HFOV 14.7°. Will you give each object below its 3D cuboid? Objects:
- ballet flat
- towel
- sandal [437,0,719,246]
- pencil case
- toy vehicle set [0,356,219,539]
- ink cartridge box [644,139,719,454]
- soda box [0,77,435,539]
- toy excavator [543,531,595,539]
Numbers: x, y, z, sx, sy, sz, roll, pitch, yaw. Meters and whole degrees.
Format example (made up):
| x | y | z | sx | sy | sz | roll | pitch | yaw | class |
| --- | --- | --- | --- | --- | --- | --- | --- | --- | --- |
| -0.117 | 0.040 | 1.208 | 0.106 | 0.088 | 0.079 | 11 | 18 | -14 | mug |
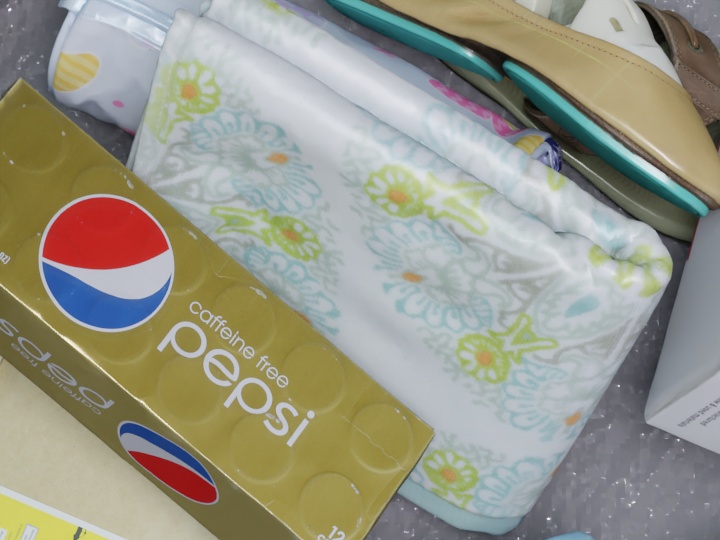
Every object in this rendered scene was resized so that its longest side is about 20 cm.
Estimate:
| x | y | z | sx | sy | sz | roll | pitch | yaw | class |
| --- | --- | --- | --- | --- | --- | --- | --- | --- | --- |
| 0.068 | -0.091 | 1.044 | 0.199 | 0.069 | 0.063 | 33 | 89 | 30 | ballet flat |
| 0.000 | 0.000 | 1.023 | 0.199 | 0.172 | 0.048 | 31 | 54 | 5 | towel |
| 0.101 | -0.074 | 1.094 | 0.200 | 0.057 | 0.080 | 30 | 83 | 8 | sandal |
| -0.024 | -0.059 | 1.084 | 0.199 | 0.091 | 0.084 | 30 | 102 | 9 | pencil case |
| -0.118 | 0.125 | 1.092 | 0.124 | 0.027 | 0.201 | 23 | 83 | 7 | toy vehicle set |
| 0.223 | 0.018 | 1.022 | 0.199 | 0.083 | 0.148 | 21 | 69 | -9 | ink cartridge box |
| -0.073 | 0.026 | 1.007 | 0.200 | 0.064 | 0.068 | 41 | 65 | -7 | soda box |
| 0.091 | 0.133 | 1.032 | 0.199 | 0.194 | 0.101 | -25 | 78 | 28 | toy excavator |
